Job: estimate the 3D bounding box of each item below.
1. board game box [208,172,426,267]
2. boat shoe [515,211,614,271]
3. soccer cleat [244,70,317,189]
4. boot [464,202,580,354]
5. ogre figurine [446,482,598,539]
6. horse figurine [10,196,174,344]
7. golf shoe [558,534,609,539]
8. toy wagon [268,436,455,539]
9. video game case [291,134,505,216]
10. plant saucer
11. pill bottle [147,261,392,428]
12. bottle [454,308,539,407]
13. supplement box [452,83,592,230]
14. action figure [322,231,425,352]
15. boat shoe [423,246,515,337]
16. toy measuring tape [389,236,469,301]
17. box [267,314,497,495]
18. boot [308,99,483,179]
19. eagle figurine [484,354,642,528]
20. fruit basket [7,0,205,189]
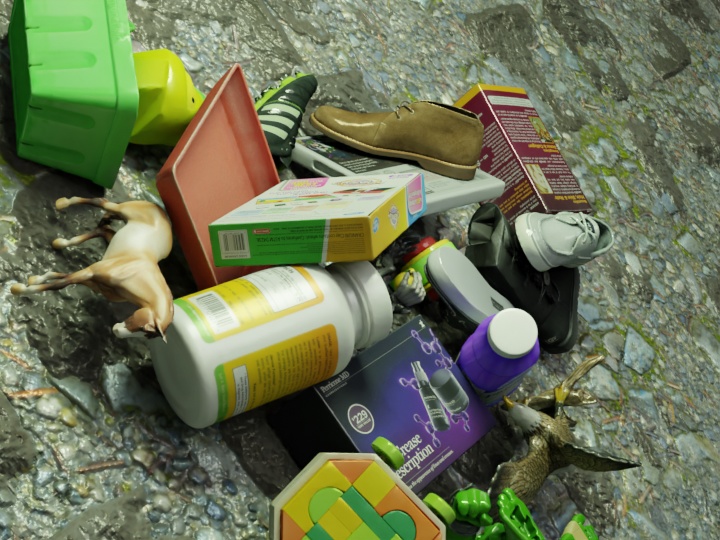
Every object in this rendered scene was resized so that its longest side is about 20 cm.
[{"bbox_3d":[-0.034,-0.051,1.149,0.200,0.153,0.040,-42,128,-67],"label":"board game box"},{"bbox_3d":[0.243,-0.042,1.419,0.201,0.071,0.070,2,66,-61],"label":"boat shoe"},{"bbox_3d":[-0.097,-0.150,1.322,0.081,0.067,0.200,51,43,-9],"label":"soccer cleat"},{"bbox_3d":[0.189,-0.014,1.452,0.200,0.066,0.165,41,33,-38],"label":"boot"},{"bbox_3d":[0.143,0.276,1.158,0.200,0.120,0.098,16,45,-39],"label":"ogre figurine"},{"bbox_3d":[-0.210,-0.015,1.044,0.132,0.050,0.200,1,34,5],"label":"horse figurine"},{"bbox_3d":[0.278,0.317,1.304,0.200,0.078,0.097,7,49,-44],"label":"golf shoe"},{"bbox_3d":[0.015,0.249,1.047,0.155,0.040,0.200,-44,95,-16],"label":"toy wagon"},{"bbox_3d":[0.040,-0.115,1.389,0.182,0.023,0.200,30,28,29],"label":"video game case"},{"bbox_3d":[-0.129,-0.064,1.162,0.200,0.037,0.200,-72,151,-51],"label":"plant saucer"},{"bbox_3d":[-0.076,0.055,1.075,0.200,0.111,0.111,-19,73,-28],"label":"pill bottle"},{"bbox_3d":[0.142,0.088,1.254,0.083,0.200,0.065,-32,76,-13],"label":"bottle"},{"bbox_3d":[0.201,-0.138,1.594,0.110,0.086,0.200,-5,63,-48],"label":"supplement box"},{"bbox_3d":[0.000,0.000,1.261,0.119,0.102,0.200,48,34,-16],"label":"action figure"},{"bbox_3d":[0.117,0.041,1.333,0.200,0.057,0.069,40,33,-47],"label":"boat shoe"},{"bbox_3d":[0.103,-0.013,1.402,0.200,0.074,0.074,-24,78,-52],"label":"toy measuring tape"},{"bbox_3d":[0.026,0.147,1.184,0.141,0.079,0.200,52,37,6],"label":"box"},{"bbox_3d":[0.043,-0.167,1.383,0.200,0.076,0.074,14,25,-3],"label":"boot"},{"bbox_3d":[0.196,0.188,1.266,0.151,0.152,0.200,14,28,-7],"label":"eagle figurine"},{"bbox_3d":[-0.226,-0.184,1.160,0.215,0.156,0.216,12,53,-17],"label":"fruit basket"}]
